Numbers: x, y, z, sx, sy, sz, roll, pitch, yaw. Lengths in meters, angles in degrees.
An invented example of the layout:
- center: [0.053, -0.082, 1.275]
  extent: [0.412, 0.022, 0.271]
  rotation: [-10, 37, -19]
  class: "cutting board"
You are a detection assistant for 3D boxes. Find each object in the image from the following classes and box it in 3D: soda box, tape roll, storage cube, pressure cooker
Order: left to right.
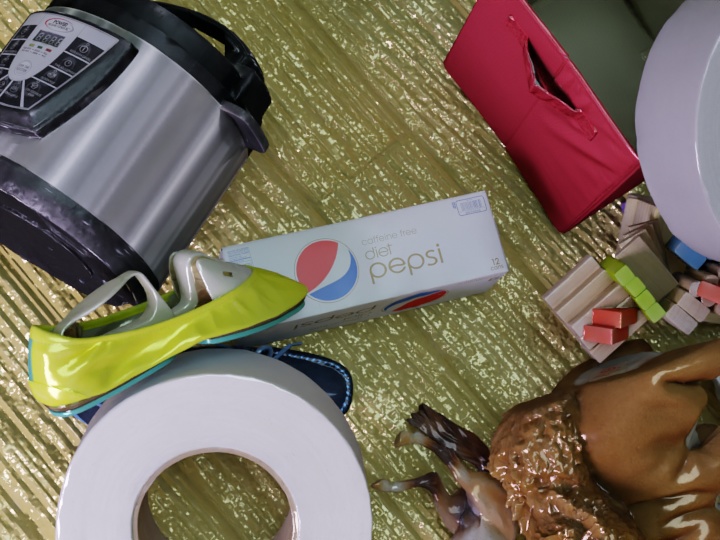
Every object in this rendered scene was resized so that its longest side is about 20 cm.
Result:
- center: [-0.167, -0.098, 0.941]
  extent: [0.176, 0.179, 0.200]
  rotation: [37, 73, -12]
  class: "pressure cooker"
- center: [-0.094, 0.155, 0.898]
  extent: [0.201, 0.071, 0.203]
  rotation: [-1, 101, -3]
  class: "tape roll"
- center: [0.000, 0.000, 0.996]
  extent: [0.199, 0.068, 0.064]
  rotation: [-12, 78, -12]
  class: "soda box"
- center: [0.189, -0.160, 1.013]
  extent: [0.200, 0.180, 0.171]
  rotation: [-33, 83, -15]
  class: "storage cube"
- center: [0.278, -0.098, 0.898]
  extent: [0.199, 0.066, 0.201]
  rotation: [-4, 99, -24]
  class: "tape roll"

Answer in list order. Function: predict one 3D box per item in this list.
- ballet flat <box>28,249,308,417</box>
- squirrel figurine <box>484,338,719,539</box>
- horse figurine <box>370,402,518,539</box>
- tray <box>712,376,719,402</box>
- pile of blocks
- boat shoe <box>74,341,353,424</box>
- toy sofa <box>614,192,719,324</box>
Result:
- center: [-0.120, 0.025, 0.874]
  extent: [0.200, 0.067, 0.067]
  rotation: [-24, 109, -30]
  class: "ballet flat"
- center: [0.190, 0.162, 0.959]
  extent: [0.199, 0.141, 0.187]
  rotation: [-22, 94, -23]
  class: "squirrel figurine"
- center: [0.063, 0.191, 0.957]
  extent: [0.132, 0.050, 0.201]
  rotation: [22, 63, -24]
  class: "horse figurine"
- center: [0.324, 0.144, 1.019]
  extent: [0.107, 0.022, 0.200]
  rotation: [-20, 77, -51]
  class: "tray"
- center: [0.230, 0.004, 0.963]
  extent: [0.199, 0.062, 0.082]
  rotation: [-18, 100, -3]
  class: "pile of blocks"
- center: [-0.101, 0.091, 0.954]
  extent: [0.199, 0.069, 0.085]
  rotation: [-6, 76, -11]
  class: "boat shoe"
- center: [0.292, 0.000, 1.049]
  extent: [0.199, 0.098, 0.083]
  rotation: [9, 98, -7]
  class: "toy sofa"
